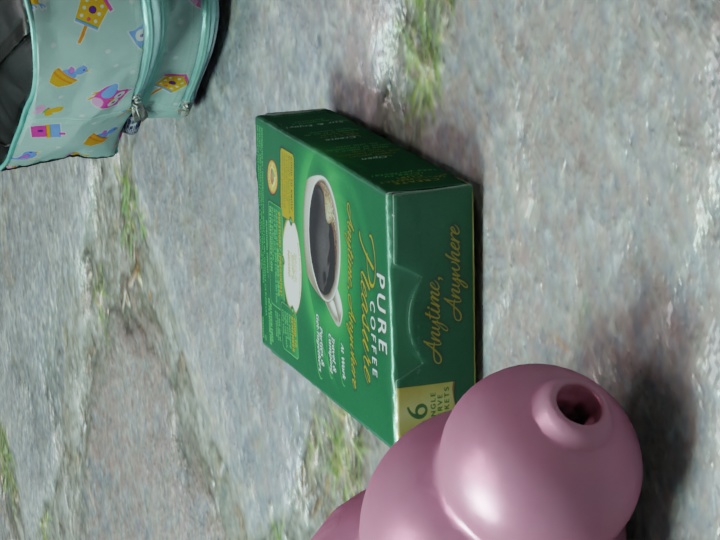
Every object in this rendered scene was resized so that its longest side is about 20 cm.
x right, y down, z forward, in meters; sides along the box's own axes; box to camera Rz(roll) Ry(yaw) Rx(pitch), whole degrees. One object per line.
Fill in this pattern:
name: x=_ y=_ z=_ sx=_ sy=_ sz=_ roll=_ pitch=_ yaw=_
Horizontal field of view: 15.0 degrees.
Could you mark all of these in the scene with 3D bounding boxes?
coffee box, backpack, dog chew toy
coffee box: x=0.000 y=0.000 z=1.284 sx=0.200 sy=0.044 sz=0.124 roll=-149 pitch=55 yaw=-67
backpack: x=-0.163 y=-0.164 z=1.543 sx=0.200 sy=0.152 sz=0.177 roll=113 pitch=145 yaw=-71
dog chew toy: x=0.047 y=0.112 z=1.074 sx=0.200 sy=0.124 sz=0.125 roll=117 pitch=143 yaw=-45
